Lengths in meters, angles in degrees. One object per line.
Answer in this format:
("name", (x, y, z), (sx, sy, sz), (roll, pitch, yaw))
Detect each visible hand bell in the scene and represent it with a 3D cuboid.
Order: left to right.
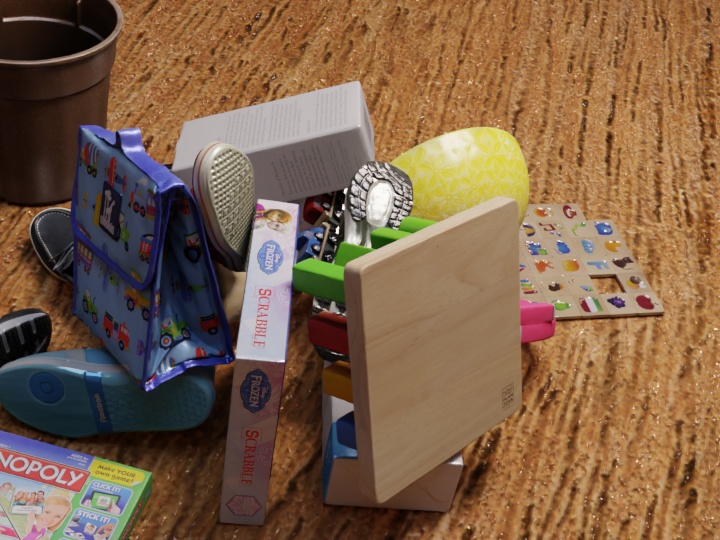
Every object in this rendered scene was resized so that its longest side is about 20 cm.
("hand bell", (-0.078, 0.015, 1.114), (0.200, 0.104, 0.104), (-5, 40, -34))

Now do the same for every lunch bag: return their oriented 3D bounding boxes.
("lunch bag", (-0.184, -0.026, 0.933), (0.094, 0.201, 0.150), (-18, 34, -31))

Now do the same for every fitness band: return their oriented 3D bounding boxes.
("fitness band", (0.104, 0.043, 1.082), (0.200, 0.038, 0.143), (-1, 8, -44))

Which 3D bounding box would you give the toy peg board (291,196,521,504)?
("toy peg board", (0.038, 0.053, 0.917), (0.098, 0.200, 0.200), (15, 28, 41))

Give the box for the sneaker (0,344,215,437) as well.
("sneaker", (-0.224, 0.088, 1.012), (0.199, 0.080, 0.131), (4, 28, 3))

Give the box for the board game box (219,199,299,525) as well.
("board game box", (-0.086, 0.078, 0.945), (0.041, 0.200, 0.200), (7, 40, -5))

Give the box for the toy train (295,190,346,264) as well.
("toy train", (-0.037, -0.064, 1.144), (0.046, 0.034, 0.200), (30, 40, -18))

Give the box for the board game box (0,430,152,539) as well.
("board game box", (-0.289, 0.197, 0.898), (0.199, 0.029, 0.135), (14, 41, 6))

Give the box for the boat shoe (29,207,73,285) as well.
("boat shoe", (-0.274, -0.011, 1.114), (0.075, 0.062, 0.200), (-39, 57, -17))

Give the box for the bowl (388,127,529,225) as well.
("bowl", (0.100, -0.045, 1.151), (0.200, 0.200, 0.108), (-13, 62, -24))

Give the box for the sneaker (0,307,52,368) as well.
("sneaker", (-0.371, 0.081, 0.988), (0.080, 0.074, 0.200), (32, 45, 29))

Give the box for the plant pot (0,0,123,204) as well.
("plant pot", (-0.363, -0.195, 1.220), (0.200, 0.199, 0.201), (5, 40, -4))

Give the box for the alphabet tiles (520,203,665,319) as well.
("alphabet tiles", (0.237, -0.014, 1.266), (0.167, 0.008, 0.200), (-2, 41, -12))

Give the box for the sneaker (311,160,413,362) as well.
("sneaker", (0.000, 0.000, 1.045), (0.077, 0.089, 0.200), (20, 68, -4))

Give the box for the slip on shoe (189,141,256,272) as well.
("slip on shoe", (-0.126, -0.052, 0.944), (0.061, 0.200, 0.074), (18, 73, 5))

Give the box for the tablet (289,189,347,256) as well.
("tablet", (-0.077, -0.056, 1.188), (0.130, 0.014, 0.200), (46, 59, 5))

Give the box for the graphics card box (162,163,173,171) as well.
("graphics card box", (-0.177, -0.070, 1.219), (0.200, 0.051, 0.126), (-13, 45, -24))

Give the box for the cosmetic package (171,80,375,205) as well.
("cosmetic package", (-0.088, -0.124, 1.145), (0.199, 0.071, 0.102), (-11, 36, 8))

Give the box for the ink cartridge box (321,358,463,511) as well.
("ink cartridge box", (0.024, 0.121, 1.017), (0.115, 0.067, 0.200), (4, 40, -6))
